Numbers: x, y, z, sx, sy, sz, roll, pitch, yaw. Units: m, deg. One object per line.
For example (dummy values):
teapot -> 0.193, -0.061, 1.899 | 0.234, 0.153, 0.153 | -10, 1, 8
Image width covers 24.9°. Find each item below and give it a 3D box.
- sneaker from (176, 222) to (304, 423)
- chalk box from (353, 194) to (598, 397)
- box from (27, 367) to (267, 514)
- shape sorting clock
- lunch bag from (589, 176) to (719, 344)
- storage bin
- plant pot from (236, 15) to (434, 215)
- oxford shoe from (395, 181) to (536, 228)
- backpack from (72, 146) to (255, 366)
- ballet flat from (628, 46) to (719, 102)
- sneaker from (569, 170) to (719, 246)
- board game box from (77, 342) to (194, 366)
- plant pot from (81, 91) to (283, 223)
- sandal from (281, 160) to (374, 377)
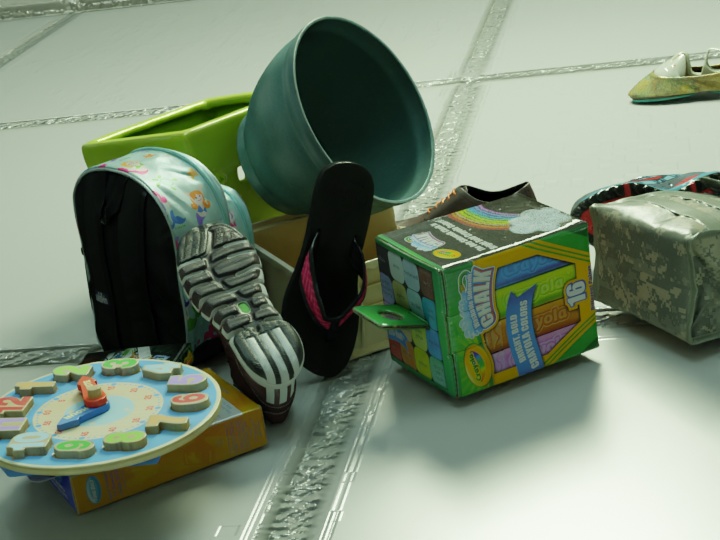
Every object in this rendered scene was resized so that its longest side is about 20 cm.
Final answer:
sneaker -> -0.112, 0.058, 1.464 | 0.075, 0.116, 0.201 | -15, 48, -17
chalk box -> 0.094, 0.027, 1.455 | 0.198, 0.125, 0.125 | -18, 22, -21
box -> -0.193, 0.146, 1.392 | 0.198, 0.042, 0.119 | -20, 22, -23
shape sorting clock -> -0.210, 0.112, 1.311 | 0.198, 0.040, 0.200 | -9, 20, 3
lunch bag -> 0.339, -0.018, 1.509 | 0.198, 0.119, 0.164 | -10, 18, -23
storage bin -> 0.000, 0.000, 1.631 | 0.197, 0.095, 0.200 | -17, 21, -22
plant pot -> -0.040, -0.135, 1.640 | 0.134, 0.202, 0.200 | -26, 6, 37
oxford shoe -> 0.097, -0.059, 1.781 | 0.198, 0.073, 0.071 | -7, 20, 5
backpack -> -0.192, -0.020, 1.593 | 0.177, 0.202, 0.150 | 11, 32, 45
ballet flat -> 0.463, -0.270, 2.225 | 0.198, 0.071, 0.071 | -2, 21, 19
sneaker -> 0.300, -0.060, 1.724 | 0.198, 0.080, 0.095 | -7, 8, -23
board game box -> -0.218, 0.115, 1.398 | 0.104, 0.024, 0.200 | -3, 20, 12
plant pot -> -0.154, -0.085, 1.777 | 0.199, 0.183, 0.198 | -27, 17, -40
sandal -> -0.025, 0.003, 1.474 | 0.074, 0.202, 0.045 | 3, 15, -23
